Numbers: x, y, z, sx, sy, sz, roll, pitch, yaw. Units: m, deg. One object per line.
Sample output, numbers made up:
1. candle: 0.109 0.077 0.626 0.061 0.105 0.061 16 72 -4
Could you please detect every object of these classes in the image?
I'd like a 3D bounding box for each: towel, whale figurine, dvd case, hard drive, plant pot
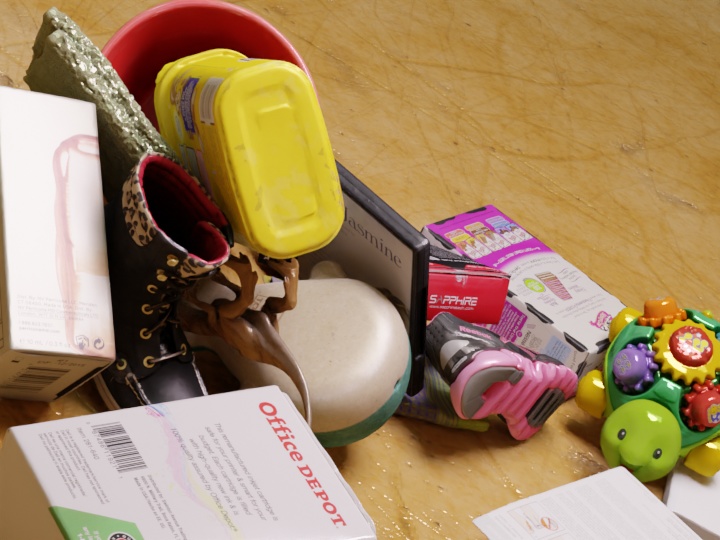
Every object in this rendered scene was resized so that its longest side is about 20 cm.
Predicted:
1. towel: -0.187 -0.100 1.611 0.036 0.148 0.200 -36 90 -18
2. whale figurine: -0.055 0.066 1.647 0.199 0.104 0.160 16 60 25
3. towel: 0.010 0.071 1.789 0.199 0.023 0.144 19 26 -17
4. dvd case: 0.000 0.000 1.684 0.018 0.201 0.143 -35 61 -24
5. hard drive: 0.331 0.202 1.854 0.131 0.026 0.200 28 26 2
6. plant pot: -0.133 -0.115 1.777 0.199 0.201 0.177 26 -4 -3

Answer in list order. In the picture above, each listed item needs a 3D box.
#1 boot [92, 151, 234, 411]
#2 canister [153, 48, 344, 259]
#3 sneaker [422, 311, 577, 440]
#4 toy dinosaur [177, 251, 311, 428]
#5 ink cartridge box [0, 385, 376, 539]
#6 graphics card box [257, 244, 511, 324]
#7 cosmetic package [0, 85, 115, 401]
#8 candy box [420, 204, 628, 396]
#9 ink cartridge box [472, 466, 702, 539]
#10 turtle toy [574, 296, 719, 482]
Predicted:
1. boot: -0.142 0.026 1.532 0.073 0.151 0.201 -15 69 -41
2. canister: -0.084 -0.088 1.577 0.086 0.150 0.200 -17 11 -14
3. sneaker: 0.111 0.080 1.759 0.095 0.079 0.200 45 8 29
4. toy dinosaur: -0.074 0.046 1.561 0.060 0.107 0.200 -7 26 -41
5. ink cartridge box: -0.113 0.160 1.323 0.199 0.084 0.145 -7 45 -34
6. graphics card box: 0.018 -0.002 1.821 0.125 0.051 0.199 3 13 -40
7. cosmetic package: -0.241 -0.017 1.515 0.087 0.103 0.201 7 67 -34
8. candy box: 0.153 0.027 1.962 0.200 0.061 0.136 38 28 21
9. ink cartridge box: 0.193 0.237 1.645 0.199 0.047 0.160 -12 46 -46
10. turtle toy: 0.263 0.104 1.812 0.145 0.101 0.200 27 57 8
